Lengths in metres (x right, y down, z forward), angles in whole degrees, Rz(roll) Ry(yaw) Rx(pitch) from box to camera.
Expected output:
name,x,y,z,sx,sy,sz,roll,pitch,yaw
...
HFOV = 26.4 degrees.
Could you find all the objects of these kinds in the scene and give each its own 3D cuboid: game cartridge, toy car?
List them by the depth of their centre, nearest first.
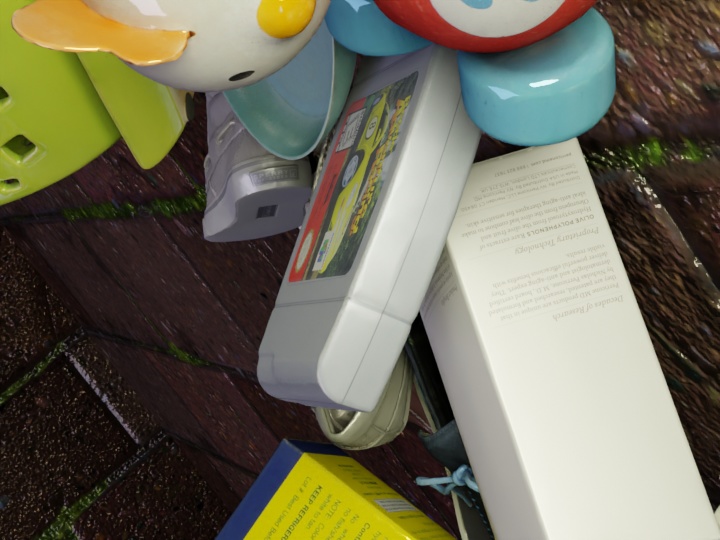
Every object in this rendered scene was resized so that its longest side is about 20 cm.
name,x,y,z,sx,sy,sz,roll,pitch,yaw
toy car,-0.024,-0.115,0.540,0.177,0.199,0.185,37,152,38
game cartridge,0.010,-0.035,0.704,0.041,0.201,0.133,22,170,-19

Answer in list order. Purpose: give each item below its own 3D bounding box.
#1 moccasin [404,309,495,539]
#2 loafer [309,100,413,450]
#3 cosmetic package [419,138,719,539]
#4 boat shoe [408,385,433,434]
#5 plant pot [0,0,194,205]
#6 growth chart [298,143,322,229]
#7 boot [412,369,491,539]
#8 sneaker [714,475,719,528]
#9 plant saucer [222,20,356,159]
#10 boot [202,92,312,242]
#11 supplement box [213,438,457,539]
name,x,y,z,sx,sy,sz,roll,pitch,yaw
moccasin,0.057,0.084,0.828,0.080,0.068,0.201,-36,73,51
loafer,0.000,0.000,0.868,0.070,0.069,0.202,11,-104,-70
cosmetic package,0.089,0.052,0.745,0.108,0.084,0.201,117,136,-73
boat shoe,0.009,0.087,1.176,0.076,0.072,0.200,38,178,-39
plant pot,-0.191,-0.169,0.879,0.180,0.200,0.201,-4,140,15
growth chart,0.002,-0.017,1.085,0.145,0.018,0.200,48,165,2
boot,0.099,0.072,0.934,0.072,0.144,0.202,-12,87,31
sneaker,0.194,0.066,0.637,0.070,0.080,0.201,43,162,27
plant saucer,-0.049,-0.157,0.776,0.200,0.027,0.201,50,150,42
boot,-0.073,-0.081,1.042,0.200,0.073,0.096,142,120,-73
supplement box,0.019,0.191,0.805,0.200,0.109,0.109,36,-178,16
